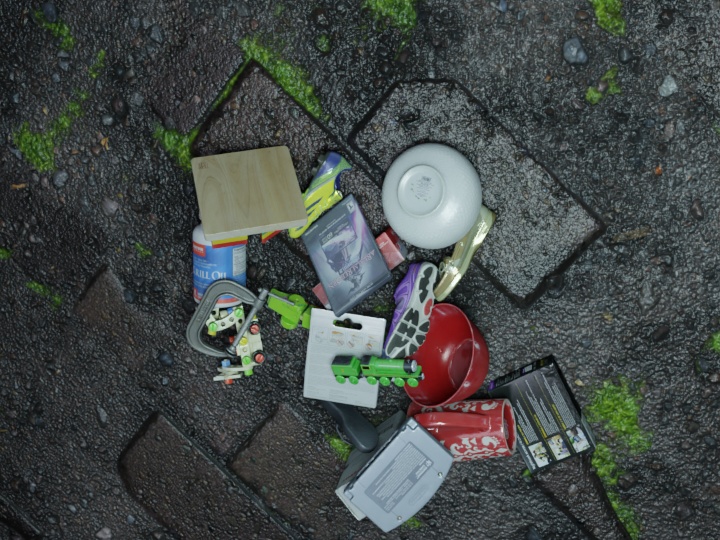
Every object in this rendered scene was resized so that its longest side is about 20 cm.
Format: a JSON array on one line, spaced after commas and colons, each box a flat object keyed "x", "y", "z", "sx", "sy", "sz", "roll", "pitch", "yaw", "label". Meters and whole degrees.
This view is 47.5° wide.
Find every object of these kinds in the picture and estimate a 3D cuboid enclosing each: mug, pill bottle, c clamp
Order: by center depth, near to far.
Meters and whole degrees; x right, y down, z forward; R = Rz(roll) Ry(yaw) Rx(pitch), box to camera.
[{"x": 0.196, "y": 0.323, "z": 1.615, "sx": 0.196, "sy": 0.177, "sz": 0.137, "roll": -9, "pitch": 93, "yaw": 22, "label": "mug"}, {"x": -0.255, "y": 0.104, "z": 1.661, "sx": 0.169, "sy": 0.027, "sz": 0.201, "roll": 32, "pitch": 108, "yaw": -19, "label": "c clamp"}, {"x": -0.290, "y": -0.036, "z": 1.682, "sx": 0.109, "sy": 0.112, "sz": 0.205, "roll": 5, "pitch": 106, "yaw": 11, "label": "pill bottle"}]

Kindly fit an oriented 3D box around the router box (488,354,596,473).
[{"x": 0.369, "y": 0.293, "z": 1.662, "sx": 0.147, "sy": 0.051, "sz": 0.203, "roll": -26, "pitch": 98, "yaw": 20, "label": "router box"}]

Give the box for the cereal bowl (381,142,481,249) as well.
[{"x": 0.125, "y": -0.144, "z": 1.543, "sx": 0.195, "sy": 0.083, "sz": 0.206, "roll": -1, "pitch": 88, "yaw": 24, "label": "cereal bowl"}]

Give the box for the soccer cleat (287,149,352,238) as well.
[{"x": -0.083, "y": -0.142, "z": 1.633, "sx": 0.082, "sy": 0.065, "sz": 0.203, "roll": 25, "pitch": 112, "yaw": -10, "label": "soccer cleat"}]

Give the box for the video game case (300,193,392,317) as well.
[{"x": -0.031, "y": -0.031, "z": 1.618, "sx": 0.142, "sy": 0.019, "sz": 0.203, "roll": -36, "pitch": 60, "yaw": 20, "label": "video game case"}]

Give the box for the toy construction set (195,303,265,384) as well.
[{"x": -0.273, "y": 0.153, "z": 1.742, "sx": 0.128, "sy": 0.092, "sz": 0.205, "roll": -10, "pitch": 113, "yaw": -11, "label": "toy construction set"}]

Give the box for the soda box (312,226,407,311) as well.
[{"x": 0.000, "y": 0.000, "z": 1.654, "sx": 0.199, "sy": 0.063, "sz": 0.071, "roll": -37, "pitch": 94, "yaw": 18, "label": "soda box"}]

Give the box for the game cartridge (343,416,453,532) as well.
[{"x": 0.078, "y": 0.393, "z": 1.554, "sx": 0.133, "sy": 0.040, "sz": 0.201, "roll": 42, "pitch": 98, "yaw": -3, "label": "game cartridge"}]

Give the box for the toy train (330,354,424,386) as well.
[{"x": 0.031, "y": 0.195, "z": 1.610, "sx": 0.196, "sy": 0.042, "sz": 0.057, "roll": -2, "pitch": 125, "yaw": 26, "label": "toy train"}]

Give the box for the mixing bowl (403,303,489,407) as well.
[{"x": 0.182, "y": 0.178, "z": 1.617, "sx": 0.107, "sy": 0.201, "sz": 0.202, "roll": 20, "pitch": 116, "yaw": -37, "label": "mixing bowl"}]

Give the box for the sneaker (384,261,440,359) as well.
[{"x": 0.096, "y": 0.079, "z": 1.626, "sx": 0.080, "sy": 0.083, "sz": 0.204, "roll": 31, "pitch": 77, "yaw": -35, "label": "sneaker"}]

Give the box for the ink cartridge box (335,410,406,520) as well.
[{"x": 0.042, "y": 0.399, "z": 1.685, "sx": 0.145, "sy": 0.200, "sz": 0.085, "roll": -37, "pitch": 97, "yaw": 19, "label": "ink cartridge box"}]

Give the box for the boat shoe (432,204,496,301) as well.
[{"x": 0.189, "y": -0.037, "z": 1.585, "sx": 0.062, "sy": 0.073, "sz": 0.203, "roll": 31, "pitch": 97, "yaw": 1, "label": "boat shoe"}]

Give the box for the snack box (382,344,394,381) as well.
[{"x": 0.010, "y": 0.192, "z": 1.727, "sx": 0.195, "sy": 0.024, "sz": 0.074, "roll": 3, "pitch": 107, "yaw": 12, "label": "snack box"}]

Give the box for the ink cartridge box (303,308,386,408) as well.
[{"x": -0.033, "y": 0.175, "z": 1.687, "sx": 0.158, "sy": 0.050, "sz": 0.205, "roll": 8, "pitch": 108, "yaw": 4, "label": "ink cartridge box"}]

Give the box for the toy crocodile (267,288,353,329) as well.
[{"x": -0.106, "y": 0.096, "z": 1.709, "sx": 0.197, "sy": 0.062, "sz": 0.069, "roll": 26, "pitch": 126, "yaw": 10, "label": "toy crocodile"}]

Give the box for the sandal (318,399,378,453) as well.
[{"x": -0.025, "y": 0.320, "z": 1.700, "sx": 0.075, "sy": 0.200, "sz": 0.044, "roll": 13, "pitch": 108, "yaw": -34, "label": "sandal"}]

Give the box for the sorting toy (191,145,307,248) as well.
[{"x": -0.216, "y": -0.136, "z": 1.587, "sx": 0.194, "sy": 0.203, "sz": 0.070, "roll": -9, "pitch": 143, "yaw": -12, "label": "sorting toy"}]
